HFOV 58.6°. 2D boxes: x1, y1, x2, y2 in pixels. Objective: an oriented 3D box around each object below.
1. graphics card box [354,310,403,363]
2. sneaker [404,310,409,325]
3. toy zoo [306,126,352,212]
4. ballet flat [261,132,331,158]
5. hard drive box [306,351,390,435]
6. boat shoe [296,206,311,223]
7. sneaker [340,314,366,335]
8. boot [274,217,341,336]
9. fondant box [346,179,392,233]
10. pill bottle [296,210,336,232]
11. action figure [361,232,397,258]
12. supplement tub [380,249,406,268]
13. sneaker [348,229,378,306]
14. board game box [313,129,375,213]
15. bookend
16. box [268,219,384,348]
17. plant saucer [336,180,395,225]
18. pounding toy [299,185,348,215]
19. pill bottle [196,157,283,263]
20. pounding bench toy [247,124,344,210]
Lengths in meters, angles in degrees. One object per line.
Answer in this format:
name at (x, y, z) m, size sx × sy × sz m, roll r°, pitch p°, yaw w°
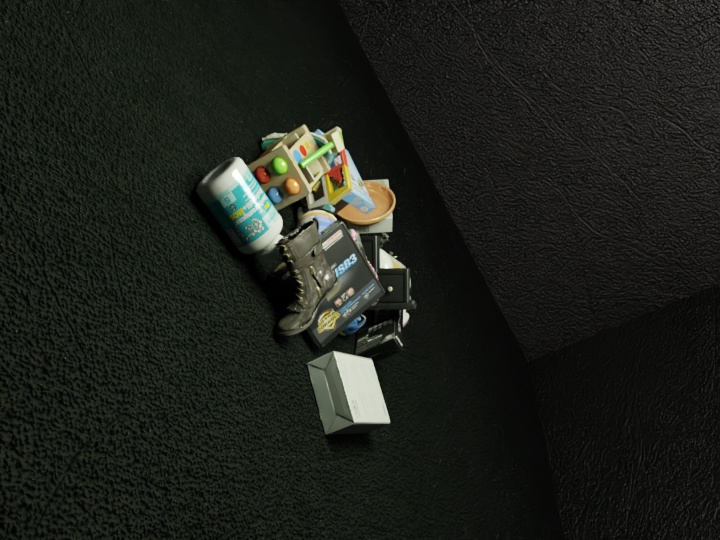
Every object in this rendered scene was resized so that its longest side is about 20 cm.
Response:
graphics card box at (0.051, 0.154, 1.688) m, size 0.051 × 0.123 × 0.202 m, roll 56°, pitch 20°, yaw -25°
sneaker at (0.101, 0.117, 1.986) m, size 0.099 × 0.075 × 0.202 m, roll 39°, pitch 27°, yaw -16°
toy zoo at (-0.086, -0.238, 1.591) m, size 0.020 × 0.129 × 0.205 m, roll 18°, pitch 54°, yaw -54°
ballet flat at (-0.155, -0.320, 1.600) m, size 0.072 × 0.195 × 0.074 m, roll 8°, pitch 90°, yaw -70°
hard drive box at (-0.022, 0.274, 1.416) m, size 0.199 × 0.075 × 0.159 m, roll 26°, pitch 43°, yaw -61°
boat shoe at (-0.101, -0.113, 1.690) m, size 0.199 × 0.066 × 0.058 m, roll 29°, pitch 44°, yaw -55°
sneaker at (-0.051, 0.109, 1.542) m, size 0.199 × 0.077 × 0.068 m, roll 25°, pitch 45°, yaw -61°
boot at (-0.131, 0.012, 1.301) m, size 0.200 × 0.068 × 0.177 m, roll -47°, pitch 128°, yaw -29°
fondant box at (0.024, -0.202, 2.005) m, size 0.203 × 0.140 × 0.059 m, roll -93°, pitch 180°, yaw -46°
pill bottle at (-0.099, -0.037, 1.530) m, size 0.112 × 0.110 × 0.203 m, roll 48°, pitch 25°, yaw -41°
action figure at (0.063, -0.048, 2.009) m, size 0.120 × 0.101 × 0.199 m, roll 60°, pitch 17°, yaw 22°
supplement tub at (0.046, 0.019, 1.807) m, size 0.199 × 0.142 × 0.148 m, roll 29°, pitch 40°, yaw -60°
sneaker at (0.000, 0.000, 1.573) m, size 0.093 × 0.078 × 0.206 m, roll 3°, pitch 73°, yaw -35°
board game box at (-0.046, -0.257, 1.674) m, size 0.150 × 0.036 × 0.203 m, roll 25°, pitch 37°, yaw -56°
bookend at (0.046, -0.004, 1.642) m, size 0.092 × 0.194 × 0.205 m, roll -18°, pitch 108°, yaw -82°
box at (-0.071, 0.029, 1.416) m, size 0.201 × 0.199 × 0.049 m, roll 58°, pitch -16°, yaw -22°
plant saucer at (0.008, -0.198, 1.934) m, size 0.203 × 0.194 × 0.038 m, roll -93°, pitch -179°, yaw -47°
pounding toy at (-0.109, -0.224, 1.740) m, size 0.199 × 0.141 × 0.187 m, roll 18°, pitch 42°, yaw -60°
pill bottle at (-0.227, -0.113, 1.275) m, size 0.202 × 0.109 × 0.112 m, roll 56°, pitch 21°, yaw -25°
pounding bench toy at (-0.144, -0.250, 1.498) m, size 0.126 × 0.197 × 0.157 m, roll 57°, pitch 32°, yaw -19°
